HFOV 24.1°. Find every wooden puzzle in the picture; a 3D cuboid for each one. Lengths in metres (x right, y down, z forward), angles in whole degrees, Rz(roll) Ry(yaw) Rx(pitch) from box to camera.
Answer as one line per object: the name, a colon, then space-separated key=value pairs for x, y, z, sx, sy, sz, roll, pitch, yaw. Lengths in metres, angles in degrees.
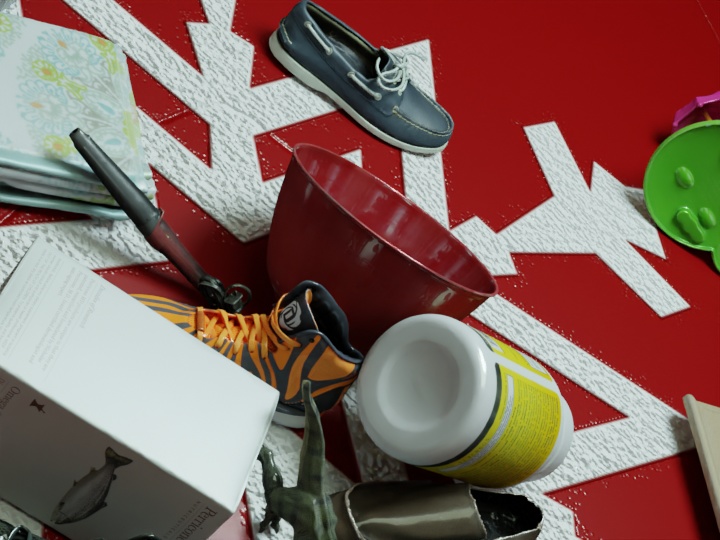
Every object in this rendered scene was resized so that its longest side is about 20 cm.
wooden puzzle: x=0.382 y=0.218 z=1.568 sx=0.200 sy=0.037 sz=0.185 roll=21 pitch=43 yaw=-32

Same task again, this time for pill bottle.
pill bottle: x=0.090 y=0.109 z=1.313 sx=0.200 sy=0.112 sz=0.113 roll=28 pitch=35 yaw=-56

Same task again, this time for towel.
towel: x=-0.262 y=-0.125 z=1.312 sx=0.200 sy=0.048 sz=0.172 roll=11 pitch=46 yaw=-34

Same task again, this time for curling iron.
curling iron: x=-0.151 y=-0.034 z=1.287 sx=0.200 sy=0.050 sz=0.026 roll=51 pitch=58 yaw=-19

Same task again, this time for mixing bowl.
mixing bowl: x=0.000 y=0.000 z=1.347 sx=0.200 sy=0.109 sz=0.200 roll=33 pitch=13 yaw=-8

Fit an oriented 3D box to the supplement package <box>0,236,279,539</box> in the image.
supplement package: x=-0.176 y=0.097 z=1.128 sx=0.200 sy=0.117 sz=0.117 roll=33 pitch=40 yaw=-11

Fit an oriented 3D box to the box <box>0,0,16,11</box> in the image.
box: x=-0.296 y=-0.360 z=1.369 sx=0.199 sy=0.200 sz=0.131 roll=40 pitch=37 yaw=-5

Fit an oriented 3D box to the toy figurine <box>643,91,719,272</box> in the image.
toy figurine: x=0.394 y=-0.109 z=1.813 sx=0.200 sy=0.150 sz=0.184 roll=56 pitch=25 yaw=-20

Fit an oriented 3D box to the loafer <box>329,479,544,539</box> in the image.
loafer: x=0.059 y=0.185 z=1.286 sx=0.200 sy=0.071 sz=0.073 roll=6 pitch=52 yaw=-37

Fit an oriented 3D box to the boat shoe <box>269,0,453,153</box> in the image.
boat shoe: x=0.011 y=-0.183 z=1.583 sx=0.200 sy=0.062 sz=0.075 roll=35 pitch=38 yaw=-12

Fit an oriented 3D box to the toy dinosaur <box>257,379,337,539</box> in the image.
toy dinosaur: x=-0.047 y=0.162 z=1.182 sx=0.047 sy=0.088 sz=0.201 roll=-16 pitch=109 yaw=-37

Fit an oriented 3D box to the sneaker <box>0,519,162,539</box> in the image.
sneaker: x=-0.186 y=0.186 z=1.044 sx=0.199 sy=0.114 sz=0.076 roll=35 pitch=38 yaw=-8

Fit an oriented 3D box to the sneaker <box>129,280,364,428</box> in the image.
sneaker: x=-0.086 y=0.042 z=1.257 sx=0.200 sy=0.112 sz=0.078 roll=20 pitch=44 yaw=-27
